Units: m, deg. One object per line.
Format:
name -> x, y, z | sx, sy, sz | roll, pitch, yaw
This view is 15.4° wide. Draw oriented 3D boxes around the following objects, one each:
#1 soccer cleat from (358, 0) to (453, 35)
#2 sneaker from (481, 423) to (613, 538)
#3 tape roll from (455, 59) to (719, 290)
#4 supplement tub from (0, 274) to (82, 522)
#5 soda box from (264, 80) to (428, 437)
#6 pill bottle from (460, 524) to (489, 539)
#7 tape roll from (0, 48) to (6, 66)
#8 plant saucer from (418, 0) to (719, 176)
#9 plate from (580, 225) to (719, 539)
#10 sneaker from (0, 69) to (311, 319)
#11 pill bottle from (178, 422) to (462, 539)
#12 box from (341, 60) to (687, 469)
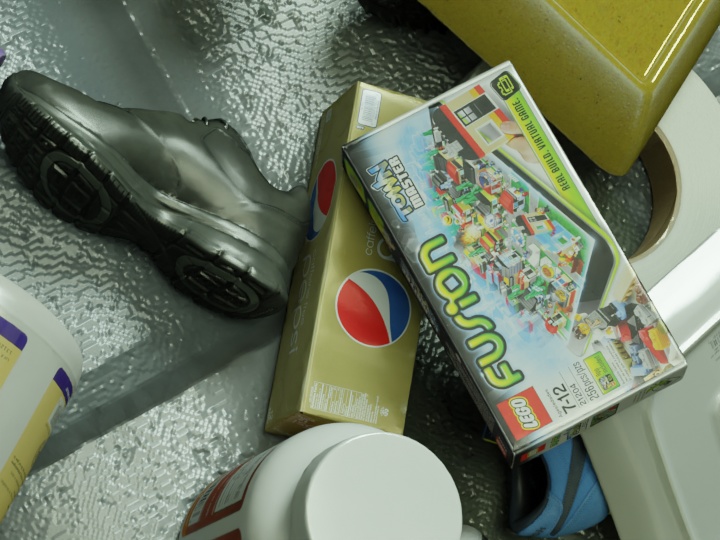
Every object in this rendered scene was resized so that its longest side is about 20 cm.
soccer cleat -> 0.085, -0.186, 1.597 | 0.199, 0.068, 0.073 | -3, 78, -25
sneaker -> 0.109, 0.058, 1.513 | 0.078, 0.066, 0.201 | -13, 109, -29
tape roll -> 0.138, -0.051, 1.599 | 0.202, 0.037, 0.204 | 4, 77, -19
supplement tub -> -0.248, 0.096, 1.366 | 0.145, 0.145, 0.200 | 32, 69, -10
soda box -> 0.000, 0.000, 1.520 | 0.064, 0.068, 0.201 | 15, 73, -16
pill bottle -> 0.092, 0.244, 1.472 | 0.200, 0.112, 0.112 | 43, 67, -6
tape roll -> -0.281, -0.070, 1.363 | 0.085, 0.200, 0.200 | 45, 67, -4
plant saucer -> 0.141, -0.193, 1.562 | 0.200, 0.048, 0.200 | 41, 64, -15
plate -> 0.218, 0.077, 1.544 | 0.199, 0.032, 0.200 | -39, 127, -23
sneaker -> -0.115, -0.056, 1.498 | 0.200, 0.076, 0.091 | 36, 58, -16
pill bottle -> -0.020, 0.143, 1.407 | 0.112, 0.200, 0.113 | 4, 76, -19
box -> 0.083, -0.004, 1.459 | 0.110, 0.035, 0.200 | -27, 75, -8
